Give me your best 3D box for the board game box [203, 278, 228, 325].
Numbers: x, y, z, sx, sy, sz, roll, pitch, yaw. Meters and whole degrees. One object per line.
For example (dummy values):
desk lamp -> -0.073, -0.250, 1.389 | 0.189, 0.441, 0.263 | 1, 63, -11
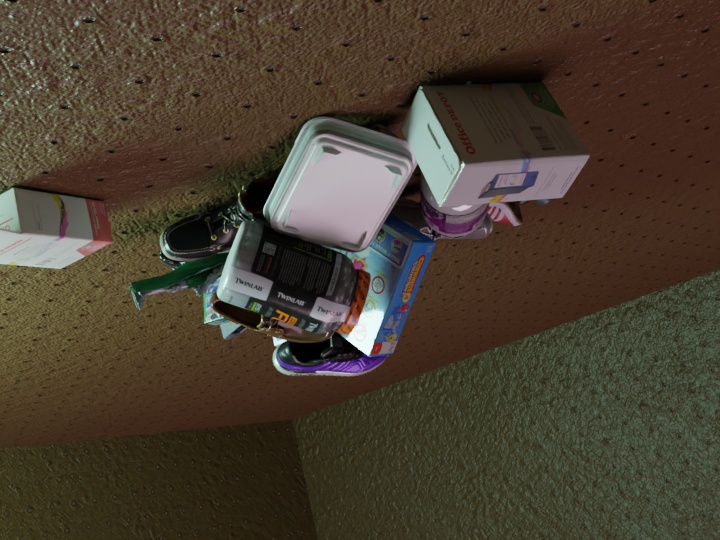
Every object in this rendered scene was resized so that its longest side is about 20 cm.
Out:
board game box -> -0.181, 0.005, 1.728 | 0.200, 0.135, 0.029 | -16, 159, 35

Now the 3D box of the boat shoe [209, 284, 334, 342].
boat shoe -> -0.138, 0.072, 1.616 | 0.199, 0.072, 0.068 | 16, -164, 3

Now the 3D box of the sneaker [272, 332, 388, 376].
sneaker -> -0.039, 0.131, 1.725 | 0.199, 0.070, 0.100 | -6, 159, -15

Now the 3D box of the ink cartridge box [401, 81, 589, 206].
ink cartridge box -> 0.174, -0.169, 1.376 | 0.199, 0.146, 0.088 | -6, 144, -28

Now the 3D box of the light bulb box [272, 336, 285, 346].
light bulb box -> -0.053, 0.015, 1.802 | 0.200, 0.199, 0.125 | -21, 162, 32

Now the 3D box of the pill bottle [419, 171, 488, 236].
pill bottle -> 0.146, -0.129, 1.607 | 0.112, 0.113, 0.200 | -14, 166, 0

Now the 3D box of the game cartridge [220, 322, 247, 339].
game cartridge -> -0.215, 0.032, 1.846 | 0.041, 0.134, 0.200 | -14, 167, -32

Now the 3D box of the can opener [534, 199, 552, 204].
can opener -> 0.232, -0.144, 1.528 | 0.053, 0.067, 0.200 | -12, -160, -6

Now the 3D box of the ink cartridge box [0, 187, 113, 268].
ink cartridge box -> -0.451, -0.056, 1.415 | 0.116, 0.068, 0.200 | -22, 165, 29

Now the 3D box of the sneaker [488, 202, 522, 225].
sneaker -> 0.204, -0.108, 1.828 | 0.112, 0.071, 0.200 | -24, 156, 23

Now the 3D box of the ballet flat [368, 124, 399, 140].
ballet flat -> -0.041, -0.155, 1.458 | 0.200, 0.068, 0.067 | -23, 145, 14

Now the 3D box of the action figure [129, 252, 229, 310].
action figure -> -0.255, 0.009, 1.621 | 0.199, 0.055, 0.118 | -20, -170, -15

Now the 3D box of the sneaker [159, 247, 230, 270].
sneaker -> -0.236, -0.040, 1.683 | 0.199, 0.067, 0.090 | -15, 169, 17

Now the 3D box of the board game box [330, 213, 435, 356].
board game box -> 0.000, 0.000, 1.629 | 0.056, 0.200, 0.196 | -1, 118, -47

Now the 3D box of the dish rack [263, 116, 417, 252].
dish rack -> -0.027, -0.105, 1.433 | 0.171, 0.044, 0.200 | 14, 131, -21

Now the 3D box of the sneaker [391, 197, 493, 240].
sneaker -> 0.119, -0.068, 1.735 | 0.199, 0.082, 0.075 | 3, 136, 15

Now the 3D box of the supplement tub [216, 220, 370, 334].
supplement tub -> -0.094, 0.015, 1.495 | 0.199, 0.123, 0.123 | 20, 159, -9

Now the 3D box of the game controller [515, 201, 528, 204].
game controller -> 0.282, -0.161, 1.738 | 0.104, 0.042, 0.200 | -26, 163, 12

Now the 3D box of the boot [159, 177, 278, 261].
boot -> -0.192, -0.077, 1.566 | 0.199, 0.073, 0.151 | -11, 167, -27
